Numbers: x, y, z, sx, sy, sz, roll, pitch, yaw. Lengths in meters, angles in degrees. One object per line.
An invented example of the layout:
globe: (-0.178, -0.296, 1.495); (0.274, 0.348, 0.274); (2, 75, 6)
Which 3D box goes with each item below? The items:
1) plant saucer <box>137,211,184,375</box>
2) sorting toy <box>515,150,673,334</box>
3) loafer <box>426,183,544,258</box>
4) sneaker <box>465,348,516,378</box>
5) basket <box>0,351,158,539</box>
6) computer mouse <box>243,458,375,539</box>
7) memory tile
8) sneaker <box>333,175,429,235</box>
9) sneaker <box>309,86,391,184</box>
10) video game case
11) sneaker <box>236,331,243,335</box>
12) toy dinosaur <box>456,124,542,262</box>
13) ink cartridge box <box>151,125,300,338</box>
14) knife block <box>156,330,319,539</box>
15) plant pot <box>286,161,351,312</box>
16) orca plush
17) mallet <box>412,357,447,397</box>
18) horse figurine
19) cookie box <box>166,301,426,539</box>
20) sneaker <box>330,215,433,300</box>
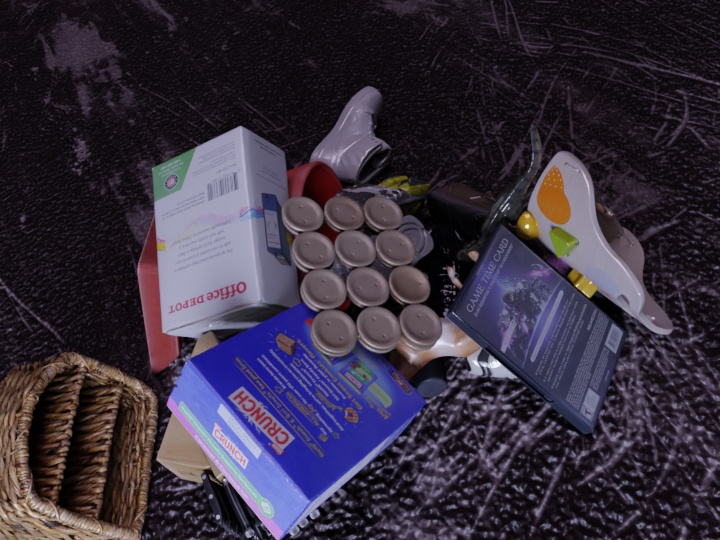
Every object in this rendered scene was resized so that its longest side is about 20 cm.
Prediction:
plant saucer: (-0.245, -0.001, 0.920); (0.036, 0.202, 0.203); (4, 44, -5)
sorting toy: (0.284, -0.008, 0.806); (0.107, 0.199, 0.181); (-43, 46, 13)
loafer: (0.179, -0.078, 0.962); (0.071, 0.074, 0.199); (-37, 49, -23)
sneaker: (0.156, 0.040, 0.851); (0.085, 0.077, 0.203); (-6, 44, 8)
basket: (-0.324, 0.192, 0.778); (0.145, 0.144, 0.203); (-11, 44, 5)
computer mouse: (-0.058, 0.196, 0.768); (0.197, 0.053, 0.139); (-26, 44, -11)
memory tile: (0.000, 0.000, 0.763); (0.150, 0.017, 0.203); (-3, 56, -22)
sneaker: (0.033, -0.073, 0.950); (0.073, 0.087, 0.198); (17, 25, 36)
sneaker: (0.013, -0.217, 1.154); (0.114, 0.074, 0.202); (18, 63, 28)
video game case: (0.200, 0.061, 0.774); (0.199, 0.019, 0.144); (39, 56, -4)
sneaker: (-0.108, 0.104, 0.854); (0.196, 0.077, 0.082); (-17, 51, -2)
toy dinosaur: (0.186, -0.085, 0.839); (0.087, 0.202, 0.047); (-18, 52, -45)
ink cartridge box: (-0.155, -0.036, 0.797); (0.143, 0.087, 0.205); (-17, 70, 26)
knife block: (-0.113, 0.174, 0.731); (0.171, 0.064, 0.204); (3, 59, 17)
plant pot: (-0.116, -0.030, 0.923); (0.173, 0.203, 0.203); (-7, 43, 19)
orca plush: (0.101, 0.001, 0.906); (0.103, 0.072, 0.202); (7, 48, 21)
mallet: (0.006, 0.129, 0.812); (0.195, 0.042, 0.067); (-12, 47, -8)
horse figurine: (0.088, 0.057, 0.786); (0.195, 0.050, 0.135); (-12, 66, 2)
cookie box: (-0.058, 0.130, 0.689); (0.171, 0.076, 0.199); (44, 37, 17)
sneaker: (0.011, -0.002, 0.884); (0.198, 0.080, 0.077); (-22, 79, -43)
